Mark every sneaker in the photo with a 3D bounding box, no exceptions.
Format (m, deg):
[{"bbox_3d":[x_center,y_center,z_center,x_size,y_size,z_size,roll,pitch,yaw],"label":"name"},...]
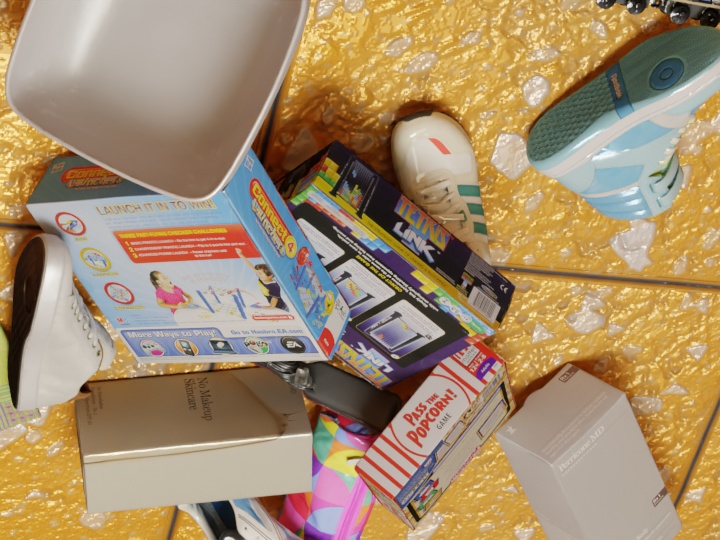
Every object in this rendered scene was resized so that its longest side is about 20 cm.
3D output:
[{"bbox_3d":[0.252,-0.117,1.727,0.200,0.080,0.131,-29,129,30],"label":"sneaker"},{"bbox_3d":[-0.243,0.039,1.716,0.085,0.073,0.200,-4,143,-18],"label":"sneaker"},{"bbox_3d":[0.077,-0.040,1.739,0.070,0.093,0.200,-15,128,-2],"label":"sneaker"},{"bbox_3d":[-0.087,0.258,1.871,0.200,0.072,0.072,42,126,14],"label":"sneaker"}]

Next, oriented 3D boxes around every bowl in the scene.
[{"bbox_3d":[-0.145,-0.170,1.548,0.200,0.075,0.200,27,98,9],"label":"bowl"}]

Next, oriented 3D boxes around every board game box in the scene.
[{"bbox_3d":[0.000,0.000,1.701,0.200,0.057,0.165,39,143,-17],"label":"board game box"},{"bbox_3d":[0.069,0.144,1.801,0.152,0.046,0.200,-50,165,-8],"label":"board game box"},{"bbox_3d":[-0.138,-0.009,1.675,0.200,0.056,0.196,-2,135,32],"label":"board game box"}]

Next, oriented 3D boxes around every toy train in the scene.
[{"bbox_3d":[0.214,-0.233,1.668,0.200,0.034,0.046,9,113,-18],"label":"toy train"}]

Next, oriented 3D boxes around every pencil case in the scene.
[{"bbox_3d":[-0.022,0.197,1.897,0.088,0.088,0.200,8,126,-18],"label":"pencil case"}]

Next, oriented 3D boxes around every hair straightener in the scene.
[{"bbox_3d":[-0.054,0.079,1.783,0.200,0.077,0.041,31,81,0],"label":"hair straightener"}]

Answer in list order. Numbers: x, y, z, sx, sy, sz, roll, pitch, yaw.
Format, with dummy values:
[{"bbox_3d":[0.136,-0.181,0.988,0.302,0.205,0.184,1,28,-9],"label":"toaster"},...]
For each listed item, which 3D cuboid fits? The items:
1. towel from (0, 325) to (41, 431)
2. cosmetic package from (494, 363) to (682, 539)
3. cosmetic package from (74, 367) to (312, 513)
[{"bbox_3d":[-0.392,0.104,1.783,0.200,0.023,0.144,-17,127,-1],"label":"towel"},{"bbox_3d":[0.215,0.196,1.933,0.107,0.090,0.200,-44,133,-17],"label":"cosmetic package"},{"bbox_3d":[-0.148,0.148,1.822,0.200,0.104,0.073,-6,127,-10],"label":"cosmetic package"}]
